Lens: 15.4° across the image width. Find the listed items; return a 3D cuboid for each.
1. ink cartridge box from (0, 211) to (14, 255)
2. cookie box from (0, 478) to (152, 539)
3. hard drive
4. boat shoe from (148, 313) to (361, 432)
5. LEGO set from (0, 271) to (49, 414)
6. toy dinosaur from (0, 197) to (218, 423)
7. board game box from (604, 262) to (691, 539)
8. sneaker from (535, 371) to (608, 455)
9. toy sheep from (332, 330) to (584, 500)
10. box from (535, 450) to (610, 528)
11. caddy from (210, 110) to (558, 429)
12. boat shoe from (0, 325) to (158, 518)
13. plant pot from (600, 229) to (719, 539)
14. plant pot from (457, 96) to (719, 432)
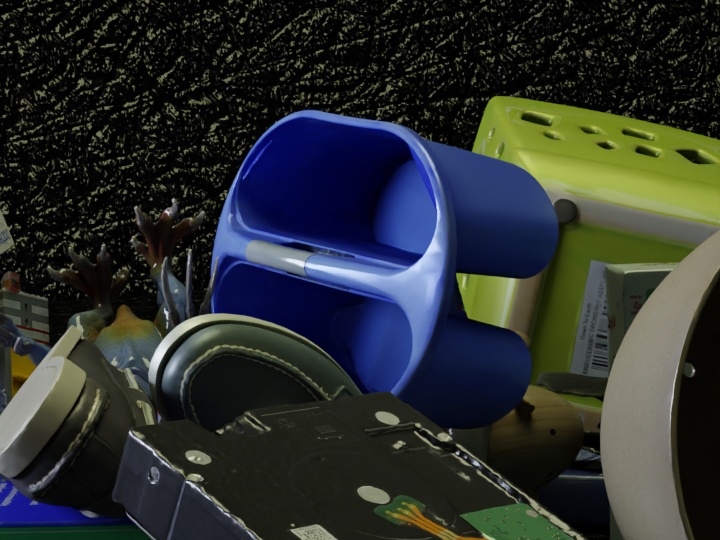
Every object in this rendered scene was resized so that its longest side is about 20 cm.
[{"bbox_3d":[-0.242,-0.004,1.365,0.094,0.044,0.200,-20,7,5],"label":"ink cartridge box"},{"bbox_3d":[-0.161,0.128,1.134,0.200,0.075,0.171,-2,4,1],"label":"cookie box"},{"bbox_3d":[0.020,0.113,0.990,0.140,0.038,0.200,-7,30,-43],"label":"hard drive"},{"bbox_3d":[-0.010,0.089,1.152,0.200,0.073,0.062,44,-4,-33],"label":"boat shoe"},{"bbox_3d":[-0.250,0.062,1.376,0.154,0.116,0.200,11,-27,-33],"label":"LEGO set"},{"bbox_3d":[-0.098,0.050,1.309,0.105,0.182,0.200,-21,-41,10],"label":"toy dinosaur"},{"bbox_3d":[0.226,0.066,1.334,0.200,0.148,0.064,-2,5,-4],"label":"board game box"},{"bbox_3d":[0.198,0.074,1.424,0.200,0.060,0.104,-5,9,-3],"label":"sneaker"},{"bbox_3d":[0.018,0.079,1.392,0.200,0.138,0.138,2,5,19],"label":"toy sheep"},{"bbox_3d":[0.141,0.118,1.467,0.200,0.032,0.121,2,5,25],"label":"box"},{"bbox_3d":[0.000,0.000,1.255,0.105,0.142,0.200,9,3,-34],"label":"caddy"},{"bbox_3d":[-0.118,0.071,1.116,0.063,0.073,0.200,35,-3,-7],"label":"boat shoe"},{"bbox_3d":[0.172,0.067,1.048,0.200,0.201,0.134,-4,-2,-26],"label":"plant pot"},{"bbox_3d":[0.152,0.016,1.609,0.199,0.200,0.181,12,10,-1],"label":"plant pot"}]
